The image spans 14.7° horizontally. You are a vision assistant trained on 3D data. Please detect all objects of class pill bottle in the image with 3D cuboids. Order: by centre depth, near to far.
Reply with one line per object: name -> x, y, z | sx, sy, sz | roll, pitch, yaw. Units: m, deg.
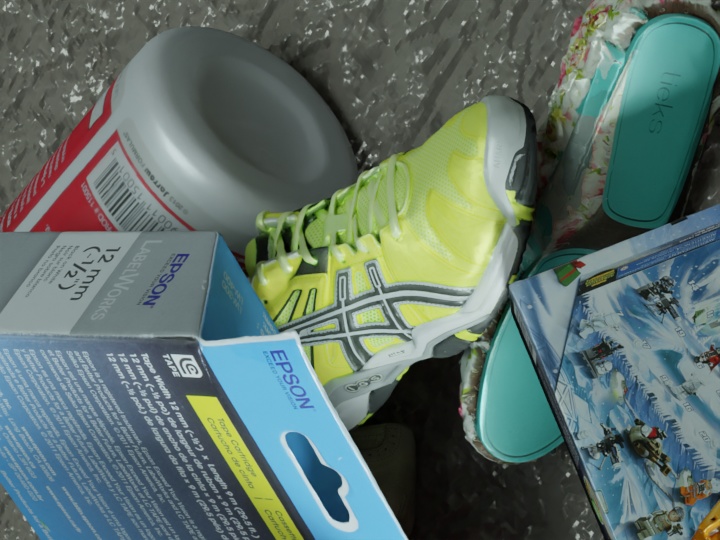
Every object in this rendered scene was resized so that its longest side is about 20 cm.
pill bottle -> -0.099, -0.002, 1.194 | 0.200, 0.112, 0.112 | -46, 63, 32

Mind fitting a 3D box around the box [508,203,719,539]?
box -> 0.151, 0.073, 0.978 | 0.137, 0.040, 0.200 | -21, 73, -2

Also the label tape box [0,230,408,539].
label tape box -> -0.062, 0.056, 1.076 | 0.200, 0.066, 0.143 | -1, 132, 37

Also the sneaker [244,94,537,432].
sneaker -> 0.000, 0.000, 1.071 | 0.200, 0.076, 0.075 | -48, 30, 42

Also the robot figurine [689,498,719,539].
robot figurine -> 0.195, 0.094, 0.917 | 0.200, 0.058, 0.145 | -34, 75, -6

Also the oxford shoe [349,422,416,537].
oxford shoe -> -0.052, 0.094, 1.199 | 0.200, 0.070, 0.075 | 2, 71, 38

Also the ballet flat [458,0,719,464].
ballet flat -> 0.088, -0.022, 1.074 | 0.200, 0.076, 0.064 | -67, 23, 15
